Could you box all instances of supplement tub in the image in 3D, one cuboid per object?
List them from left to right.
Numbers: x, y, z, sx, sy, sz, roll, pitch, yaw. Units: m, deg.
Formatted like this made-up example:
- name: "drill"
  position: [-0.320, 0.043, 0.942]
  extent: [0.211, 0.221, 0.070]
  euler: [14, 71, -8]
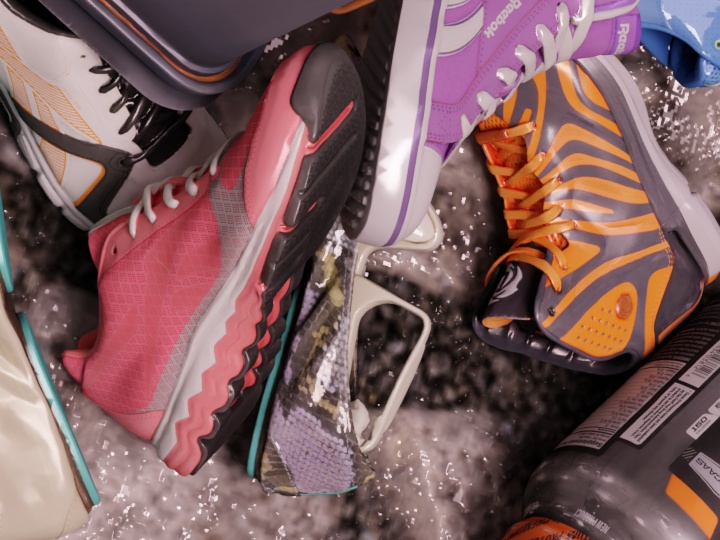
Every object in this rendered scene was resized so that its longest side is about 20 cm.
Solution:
- name: "supplement tub"
  position: [0.160, 0.098, 1.061]
  extent: [0.200, 0.123, 0.123]
  euler: [-41, 108, -24]

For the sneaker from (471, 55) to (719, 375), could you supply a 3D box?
- name: "sneaker"
  position: [0.081, -0.032, 1.044]
  extent: [0.200, 0.078, 0.112]
  euler: [49, 66, -20]

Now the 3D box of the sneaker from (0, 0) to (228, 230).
- name: "sneaker"
  position: [-0.106, -0.075, 0.932]
  extent: [0.200, 0.080, 0.074]
  euler: [48, 65, -28]

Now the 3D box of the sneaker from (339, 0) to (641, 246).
- name: "sneaker"
  position: [0.061, -0.091, 0.962]
  extent: [0.114, 0.073, 0.201]
  euler: [20, 68, -11]

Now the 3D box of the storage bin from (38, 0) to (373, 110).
- name: "storage bin"
  position: [-0.018, -0.167, 0.873]
  extent: [0.146, 0.134, 0.200]
  euler: [43, 61, -25]

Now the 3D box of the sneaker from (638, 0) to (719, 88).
- name: "sneaker"
  position: [0.196, -0.132, 1.121]
  extent: [0.200, 0.076, 0.105]
  euler: [13, 92, -17]

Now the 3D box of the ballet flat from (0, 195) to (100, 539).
- name: "ballet flat"
  position: [-0.159, 0.017, 0.917]
  extent: [0.069, 0.069, 0.200]
  euler: [-20, 100, -29]

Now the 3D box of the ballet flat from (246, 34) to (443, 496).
- name: "ballet flat"
  position: [0.000, 0.000, 0.998]
  extent: [0.072, 0.072, 0.200]
  euler: [11, 85, -29]

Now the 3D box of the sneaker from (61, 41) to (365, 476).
- name: "sneaker"
  position: [-0.065, -0.010, 0.913]
  extent: [0.087, 0.200, 0.074]
  euler: [29, 30, 8]
